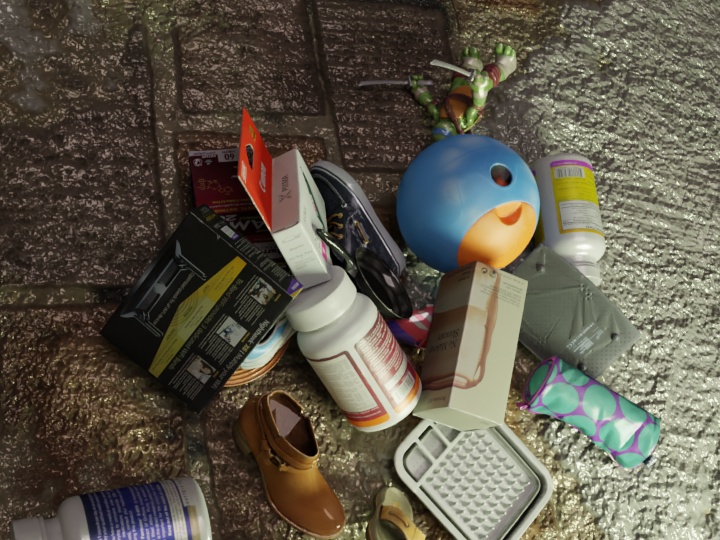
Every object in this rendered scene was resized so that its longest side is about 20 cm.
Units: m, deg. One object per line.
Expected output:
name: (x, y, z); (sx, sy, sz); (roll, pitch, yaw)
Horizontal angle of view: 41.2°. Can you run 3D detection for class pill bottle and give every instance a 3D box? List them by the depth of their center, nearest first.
pill bottle: (-0.274, 0.301, 1.049); (0.200, 0.120, 0.120); (-4, 71, -25)
pill bottle: (-0.012, 0.098, 1.207); (0.110, 0.109, 0.200); (-47, 119, -31)
pill bottle: (0.315, -0.071, 1.462); (0.104, 0.104, 0.200); (5, 68, -21)

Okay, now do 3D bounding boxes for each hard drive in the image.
hard drive: (0.292, 0.065, 1.389); (0.200, 0.135, 0.042); (42, 17, -4)

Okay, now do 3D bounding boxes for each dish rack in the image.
dish rack: (0.146, 0.274, 1.282); (0.200, 0.044, 0.172); (47, 59, 1)

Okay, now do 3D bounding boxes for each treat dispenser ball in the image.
treat dispenser ball: (0.150, -0.091, 1.345); (0.201, 0.201, 0.201); (9, 66, -20)

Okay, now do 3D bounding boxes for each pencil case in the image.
pencil case: (0.329, 0.205, 1.364); (0.200, 0.085, 0.092); (32, 96, -7)

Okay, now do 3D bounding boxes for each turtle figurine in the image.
turtle figurine: (0.144, -0.297, 1.463); (0.200, 0.144, 0.194); (43, 55, -6)

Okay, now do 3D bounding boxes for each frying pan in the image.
frying pan: (0.008, 0.014, 1.228); (0.190, 0.031, 0.115); (15, 42, -59)

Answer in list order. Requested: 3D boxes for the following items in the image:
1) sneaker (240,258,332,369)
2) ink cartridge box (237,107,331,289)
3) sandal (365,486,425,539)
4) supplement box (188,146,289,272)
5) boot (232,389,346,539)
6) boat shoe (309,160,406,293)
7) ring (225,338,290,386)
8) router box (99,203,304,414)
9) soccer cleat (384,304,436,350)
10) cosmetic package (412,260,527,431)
sneaker: (-0.098, 0.041, 1.232); (0.072, 0.073, 0.200); (28, 59, 18)
ink cartridge box: (-0.093, -0.100, 1.194); (0.044, 0.174, 0.200); (-21, 32, 8)
sandal: (0.050, 0.316, 1.153); (0.080, 0.054, 0.200); (52, 14, -11)
supplement box: (-0.160, -0.070, 1.242); (0.109, 0.061, 0.200); (-6, 53, -12)
boot: (-0.072, 0.234, 1.141); (0.200, 0.155, 0.074); (47, 59, 1)
boat shoe: (-0.025, -0.056, 1.330); (0.091, 0.071, 0.200); (-36, 88, -34)
ring: (-0.185, 0.055, 1.248); (0.200, 0.019, 0.201); (8, 67, -19)
router box: (-0.189, 0.047, 1.136); (0.157, 0.200, 0.052); (40, 18, -1)
soccer cleat: (0.126, 0.095, 1.335); (0.200, 0.067, 0.077); (5, 62, -25)
cosmetic package: (0.144, 0.101, 1.254); (0.087, 0.103, 0.200); (20, 68, -20)
